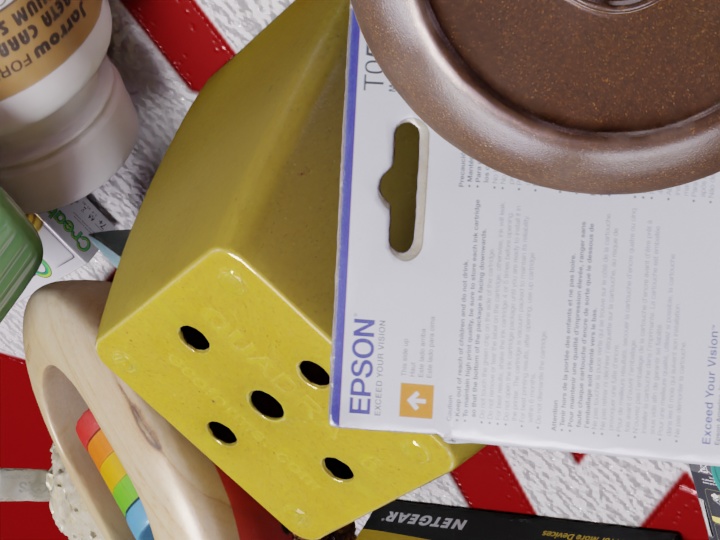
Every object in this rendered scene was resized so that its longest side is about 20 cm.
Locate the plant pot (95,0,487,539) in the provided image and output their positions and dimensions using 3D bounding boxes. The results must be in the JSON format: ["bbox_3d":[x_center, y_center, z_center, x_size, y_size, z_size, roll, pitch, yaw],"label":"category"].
[{"bbox_3d":[0.000,0.000,0.971,0.200,0.177,0.200,43,144,-10],"label":"plant pot"}]

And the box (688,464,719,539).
[{"bbox_3d":[0.263,0.138,1.022,0.199,0.049,0.162,7,133,33],"label":"box"}]

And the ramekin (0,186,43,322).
[{"bbox_3d":[-0.245,-0.030,1.034,0.200,0.098,0.200,38,168,9],"label":"ramekin"}]

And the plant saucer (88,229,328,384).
[{"bbox_3d":[-0.054,0.035,1.127,0.201,0.039,0.201,41,174,5],"label":"plant saucer"}]

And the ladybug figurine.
[{"bbox_3d":[-0.092,0.087,1.044,0.200,0.072,0.136,59,155,15],"label":"ladybug figurine"}]

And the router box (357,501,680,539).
[{"bbox_3d":[0.061,0.204,1.167,0.199,0.157,0.052,1,132,37],"label":"router box"}]

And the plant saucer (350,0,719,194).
[{"bbox_3d":[0.091,-0.122,0.777,0.199,0.032,0.201,1,106,3],"label":"plant saucer"}]

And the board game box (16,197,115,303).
[{"bbox_3d":[-0.239,-0.031,1.250,0.126,0.035,0.200,46,143,-15],"label":"board game box"}]

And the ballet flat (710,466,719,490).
[{"bbox_3d":[0.225,0.031,0.916,0.074,0.074,0.200,37,128,-2],"label":"ballet flat"}]

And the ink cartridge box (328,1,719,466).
[{"bbox_3d":[0.092,-0.028,0.846,0.199,0.041,0.201,5,96,13],"label":"ink cartridge box"}]

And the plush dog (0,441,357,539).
[{"bbox_3d":[-0.095,0.111,1.173,0.200,0.161,0.172,42,151,-13],"label":"plush dog"}]

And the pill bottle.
[{"bbox_3d":[-0.181,-0.127,1.024,0.114,0.115,0.200,10,142,31],"label":"pill bottle"}]
